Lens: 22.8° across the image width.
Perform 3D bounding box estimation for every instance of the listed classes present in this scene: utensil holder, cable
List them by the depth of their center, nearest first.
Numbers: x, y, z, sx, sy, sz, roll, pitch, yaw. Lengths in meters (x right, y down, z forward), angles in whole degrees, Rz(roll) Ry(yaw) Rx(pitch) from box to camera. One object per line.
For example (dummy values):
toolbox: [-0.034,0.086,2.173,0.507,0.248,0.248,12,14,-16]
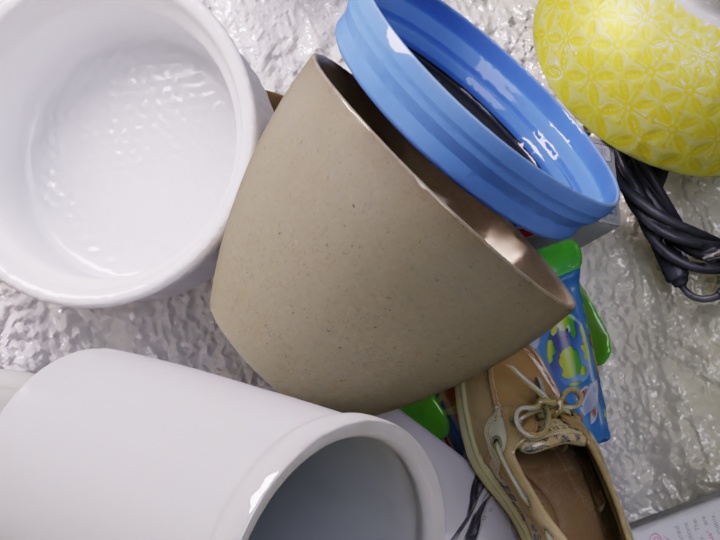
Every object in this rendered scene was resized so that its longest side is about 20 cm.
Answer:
utensil holder: [-0.084,0.139,0.936,0.169,0.199,0.171,-17,112,-47]
cable: [0.265,-0.074,1.261,0.199,0.051,0.164,-31,78,-24]

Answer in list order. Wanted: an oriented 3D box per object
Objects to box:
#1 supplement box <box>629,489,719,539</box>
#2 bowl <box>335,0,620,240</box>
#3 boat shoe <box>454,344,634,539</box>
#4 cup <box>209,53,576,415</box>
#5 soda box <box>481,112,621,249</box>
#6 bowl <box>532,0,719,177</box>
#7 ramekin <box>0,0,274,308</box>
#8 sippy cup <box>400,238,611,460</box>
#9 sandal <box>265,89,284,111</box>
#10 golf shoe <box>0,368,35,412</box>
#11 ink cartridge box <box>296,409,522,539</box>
supplement box: [0.237,0.195,1.152,0.199,0.103,0.102,-16,82,-20]
bowl: [0.067,-0.096,1.046,0.200,0.201,0.039,42,109,-3]
boat shoe: [0.115,0.120,1.009,0.073,0.063,0.201,-13,70,-31]
cup: [0.000,0.000,0.991,0.200,0.200,0.143,43,100,-2]
soda box: [0.071,-0.061,1.157,0.199,0.068,0.064,9,67,-30]
bowl: [0.227,-0.174,1.204,0.199,0.108,0.201,10,52,-13]
ramekin: [-0.145,-0.074,1.078,0.199,0.098,0.202,-2,84,14]
sippy cup: [0.093,0.063,1.131,0.177,0.140,0.131,-20,89,-14]
sandal: [-0.026,-0.059,1.172,0.199,0.054,0.081,16,68,-27]
golf shoe: [-0.267,0.094,1.042,0.199,0.092,0.073,-8,77,-19]
ink cartridge box: [0.049,0.177,1.081,0.200,0.145,0.084,37,68,-5]
